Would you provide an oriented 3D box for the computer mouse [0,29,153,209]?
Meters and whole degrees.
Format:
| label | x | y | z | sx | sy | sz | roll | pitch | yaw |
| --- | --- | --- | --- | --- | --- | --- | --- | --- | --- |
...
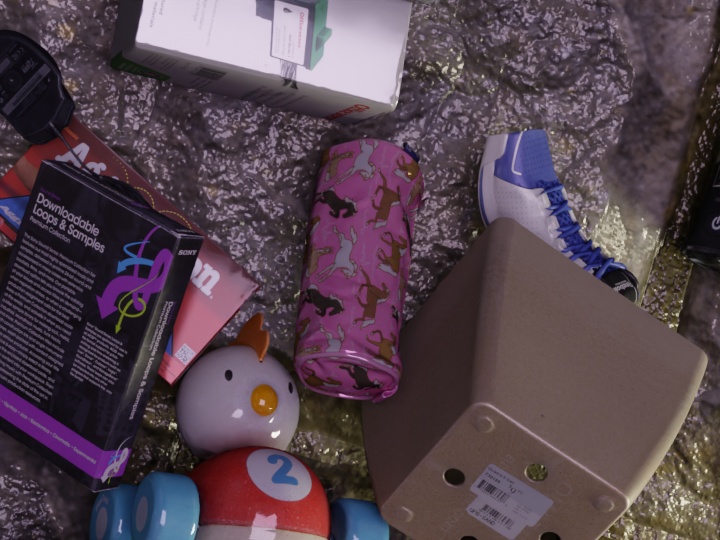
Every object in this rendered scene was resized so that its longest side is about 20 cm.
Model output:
| label | x | y | z | sx | sy | sz | roll | pitch | yaw |
| --- | --- | --- | --- | --- | --- | --- | --- | --- | --- |
| computer mouse | -0.215 | -0.099 | 1.508 | 0.059 | 0.034 | 0.200 | -40 | 84 | 17 |

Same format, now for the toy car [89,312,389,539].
| label | x | y | z | sx | sy | sz | roll | pitch | yaw |
| --- | --- | --- | --- | --- | --- | --- | --- | --- | --- |
| toy car | -0.086 | 0.125 | 1.506 | 0.183 | 0.177 | 0.202 | 10 | 76 | -24 |

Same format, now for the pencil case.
| label | x | y | z | sx | sy | sz | roll | pitch | yaw |
| --- | --- | --- | --- | --- | --- | --- | --- | --- | --- |
| pencil case | 0.000 | 0.000 | 1.525 | 0.086 | 0.083 | 0.201 | 0 | 60 | 15 |

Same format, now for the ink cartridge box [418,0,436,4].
| label | x | y | z | sx | sy | sz | roll | pitch | yaw |
| --- | --- | --- | --- | --- | --- | --- | --- | --- | --- |
| ink cartridge box | 0.044 | -0.324 | 1.576 | 0.115 | 0.067 | 0.201 | 21 | 86 | -13 |

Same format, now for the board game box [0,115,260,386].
| label | x | y | z | sx | sy | sz | roll | pitch | yaw |
| --- | --- | --- | --- | --- | --- | --- | --- | --- | --- |
| board game box | -0.182 | -0.018 | 1.524 | 0.200 | 0.019 | 0.103 | 41 | 80 | 3 |

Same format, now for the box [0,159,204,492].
| label | x | y | z | sx | sy | sz | roll | pitch | yaw |
| --- | --- | --- | --- | --- | --- | --- | --- | --- | --- |
| box | -0.203 | 0.038 | 1.466 | 0.143 | 0.036 | 0.201 | 28 | 106 | 30 |

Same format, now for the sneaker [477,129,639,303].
| label | x | y | z | sx | sy | sz | roll | pitch | yaw |
| --- | --- | --- | --- | --- | --- | --- | --- | --- | --- |
| sneaker | 0.160 | -0.011 | 1.576 | 0.080 | 0.115 | 0.201 | -14 | 102 | -56 |

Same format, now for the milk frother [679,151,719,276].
| label | x | y | z | sx | sy | sz | roll | pitch | yaw |
| --- | --- | --- | --- | --- | --- | --- | --- | --- | --- |
| milk frother | 0.387 | -0.064 | 1.646 | 0.200 | 0.180 | 0.189 | 27 | 83 | -56 |

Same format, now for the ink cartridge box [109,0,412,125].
| label | x | y | z | sx | sy | sz | roll | pitch | yaw |
| --- | --- | --- | --- | --- | --- | --- | --- | --- | --- |
| ink cartridge box | -0.076 | -0.174 | 1.508 | 0.199 | 0.146 | 0.085 | 12 | 86 | -15 |

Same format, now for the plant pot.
| label | x | y | z | sx | sy | sz | roll | pitch | yaw |
| --- | --- | --- | --- | --- | --- | --- | --- | --- | --- |
| plant pot | 0.115 | 0.123 | 1.489 | 0.199 | 0.177 | 0.200 | 34 | 123 | -9 |
